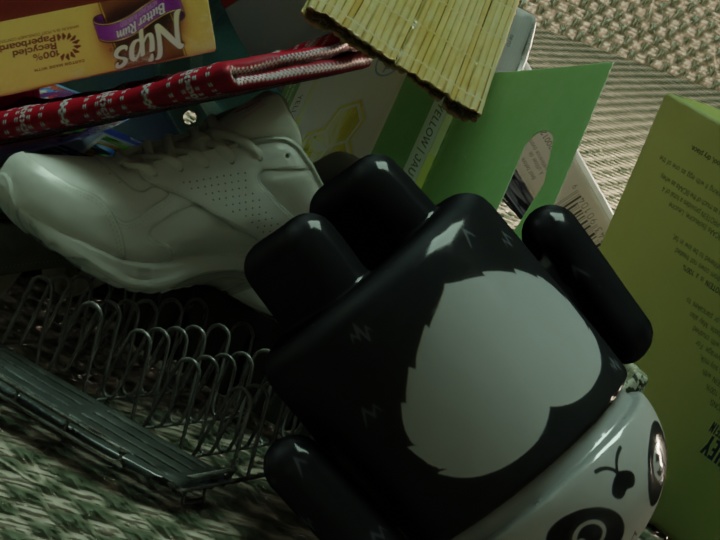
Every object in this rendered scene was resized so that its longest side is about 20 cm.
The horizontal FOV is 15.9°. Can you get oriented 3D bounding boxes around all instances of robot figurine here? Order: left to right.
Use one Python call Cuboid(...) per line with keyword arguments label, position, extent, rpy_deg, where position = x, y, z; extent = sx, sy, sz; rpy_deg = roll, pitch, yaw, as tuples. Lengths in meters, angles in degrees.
Cuboid(label="robot figurine", position=(0.041, 0.048, 1.090), extent=(0.200, 0.150, 0.125), rpy_deg=(51, 15, -4))

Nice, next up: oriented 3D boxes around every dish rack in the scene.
Cuboid(label="dish rack", position=(-0.086, 0.045, 1.152), extent=(0.153, 0.055, 0.200), rpy_deg=(27, 13, 23))

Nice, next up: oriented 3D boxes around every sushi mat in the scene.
Cuboid(label="sushi mat", position=(0.030, -0.135, 1.259), extent=(0.095, 0.012, 0.200), rpy_deg=(34, 27, -6))

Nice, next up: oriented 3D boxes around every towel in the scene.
Cuboid(label="towel", position=(-0.111, -0.080, 1.190), extent=(0.199, 0.023, 0.145), rpy_deg=(-10, 5, 28))

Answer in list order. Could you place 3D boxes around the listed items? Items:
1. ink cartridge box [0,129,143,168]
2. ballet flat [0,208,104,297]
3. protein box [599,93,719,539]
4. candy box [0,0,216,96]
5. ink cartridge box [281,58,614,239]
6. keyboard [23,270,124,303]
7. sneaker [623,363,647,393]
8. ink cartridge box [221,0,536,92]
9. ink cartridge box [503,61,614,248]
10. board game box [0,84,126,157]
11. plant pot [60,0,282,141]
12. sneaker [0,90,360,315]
Cuboid(label="ink cartridge box", position=(-0.143, -0.048, 1.403), extent=(0.119, 0.042, 0.200), rpy_deg=(21, 10, -9))
Cuboid(label="ballet flat", position=(-0.156, -0.017, 1.253), extent=(0.199, 0.064, 0.067), rpy_deg=(0, 30, -42))
Cuboid(label="protein box", position=(0.225, 0.043, 1.374), extent=(0.135, 0.201, 0.198), rpy_deg=(15, 14, -33))
Cuboid(label="candy box", position=(-0.163, -0.128, 1.273), extent=(0.116, 0.057, 0.200), rpy_deg=(-14, 12, -23))
Cuboid(label="ink cartridge box", position=(0.019, -0.050, 1.288), extent=(0.048, 0.146, 0.200), rpy_deg=(37, -24, -31))
Cuboid(label="keyboard", position=(-0.149, -0.006, 1.351), extent=(0.199, 0.021, 0.127), rpy_deg=(19, 13, -20))
Cuboid(label="sneaker", position=(0.057, 0.050, 1.307), extent=(0.199, 0.089, 0.077), rpy_deg=(20, 12, -9))
Cuboid(label="ink cartridge box", position=(-0.029, -0.143, 1.377), extent=(0.199, 0.050, 0.161), rpy_deg=(25, -19, -20))
Cuboid(label="ink cartridge box", position=(0.074, -0.105, 1.565), extent=(0.198, 0.043, 0.200), rpy_deg=(56, -2, -33))
Cuboid(label="board game box", position=(-0.218, -0.095, 1.366), extent=(0.157, 0.039, 0.200), rpy_deg=(-13, 16, -24))
Cuboid(label="plant pot", position=(-0.076, -0.134, 1.550), extent=(0.199, 0.201, 0.188), rpy_deg=(18, 4, -20))
Cuboid(label="sneaker", position=(-0.074, -0.041, 1.175), extent=(0.199, 0.100, 0.078), rpy_deg=(11, 18, -39))
